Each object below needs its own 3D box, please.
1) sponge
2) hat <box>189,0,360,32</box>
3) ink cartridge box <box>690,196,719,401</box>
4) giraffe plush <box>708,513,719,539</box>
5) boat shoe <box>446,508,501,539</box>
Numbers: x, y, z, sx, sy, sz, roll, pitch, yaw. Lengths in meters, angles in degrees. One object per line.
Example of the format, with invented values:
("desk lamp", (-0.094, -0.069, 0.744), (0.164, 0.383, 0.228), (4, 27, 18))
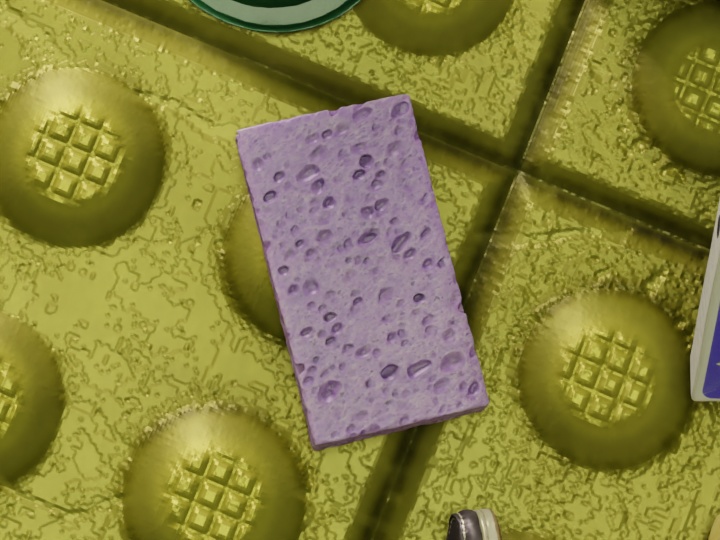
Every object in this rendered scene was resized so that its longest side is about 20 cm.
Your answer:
("sponge", (0.000, 0.000, 1.439), (0.111, 0.030, 0.201), (-14, 82, -5))
("hat", (-0.052, -0.259, 1.400), (0.165, 0.176, 0.201), (-9, 82, -4))
("ink cartridge box", (0.302, -0.001, 1.379), (0.197, 0.201, 0.044), (1, 46, -3))
("giraffe plush", (0.224, 0.235, 1.347), (0.172, 0.162, 0.200), (41, 81, 3))
("boat shoe", (0.042, 0.237, 1.385), (0.064, 0.072, 0.201), (9, 87, -6))
